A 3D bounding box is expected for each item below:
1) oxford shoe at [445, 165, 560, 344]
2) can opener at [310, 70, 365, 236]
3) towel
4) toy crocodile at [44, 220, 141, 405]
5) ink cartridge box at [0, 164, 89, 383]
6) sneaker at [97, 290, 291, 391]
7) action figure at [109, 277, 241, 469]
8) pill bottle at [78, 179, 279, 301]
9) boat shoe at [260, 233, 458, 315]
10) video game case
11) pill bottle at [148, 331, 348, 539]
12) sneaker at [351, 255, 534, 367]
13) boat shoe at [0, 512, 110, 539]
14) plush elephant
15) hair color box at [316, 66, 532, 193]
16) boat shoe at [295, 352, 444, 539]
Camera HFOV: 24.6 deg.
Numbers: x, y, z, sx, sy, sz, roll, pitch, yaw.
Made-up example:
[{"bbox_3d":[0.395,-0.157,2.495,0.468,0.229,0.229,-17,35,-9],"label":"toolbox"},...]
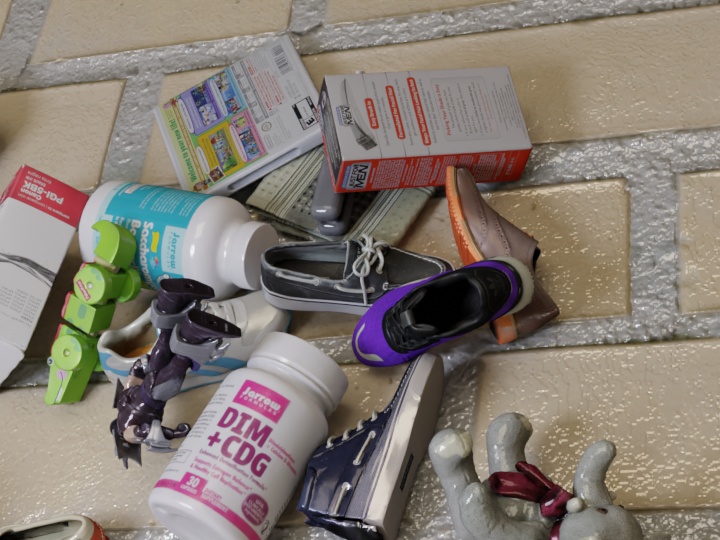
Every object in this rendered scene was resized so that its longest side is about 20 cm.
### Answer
[{"bbox_3d":[0.136,-0.023,1.627,0.073,0.071,0.200,-19,64,-1],"label":"oxford shoe"},{"bbox_3d":[0.001,-0.127,1.735,0.067,0.053,0.200,0,55,18],"label":"can opener"},{"bbox_3d":[0.001,-0.103,1.773,0.192,0.035,0.200,23,63,30],"label":"towel"},{"bbox_3d":[-0.278,0.046,1.686,0.062,0.067,0.200,27,104,25],"label":"toy crocodile"},{"bbox_3d":[-0.375,0.011,1.742,0.147,0.083,0.200,-41,27,52],"label":"ink cartridge box"},{"bbox_3d":[-0.166,0.067,1.666,0.200,0.081,0.077,-23,47,2],"label":"sneaker"},{"bbox_3d":[-0.188,0.106,1.566,0.200,0.069,0.130,-59,36,32],"label":"action figure"},{"bbox_3d":[-0.187,-0.029,1.729,0.200,0.111,0.111,10,58,28],"label":"pill bottle"},{"bbox_3d":[0.000,-0.002,1.641,0.199,0.068,0.074,4,52,5],"label":"boat shoe"},{"bbox_3d":[-0.132,-0.167,1.851,0.182,0.022,0.200,-29,41,3],"label":"video game case"},{"bbox_3d":[-0.100,0.163,1.543,0.113,0.113,0.200,16,61,30],"label":"pill bottle"},{"bbox_3d":[0.056,0.041,1.544,0.200,0.099,0.070,-27,85,32],"label":"sneaker"},{"bbox_3d":[-0.337,0.276,1.582,0.200,0.063,0.071,-14,52,12],"label":"boat shoe"},{"bbox_3d":[0.166,0.207,1.383,0.155,0.165,0.200,-14,78,28],"label":"plush elephant"},{"bbox_3d":[0.064,-0.146,1.698,0.200,0.064,0.111,-4,58,-14],"label":"hair color box"},{"bbox_3d":[0.009,0.158,1.531,0.093,0.075,0.200,10,58,20],"label":"boat shoe"}]
